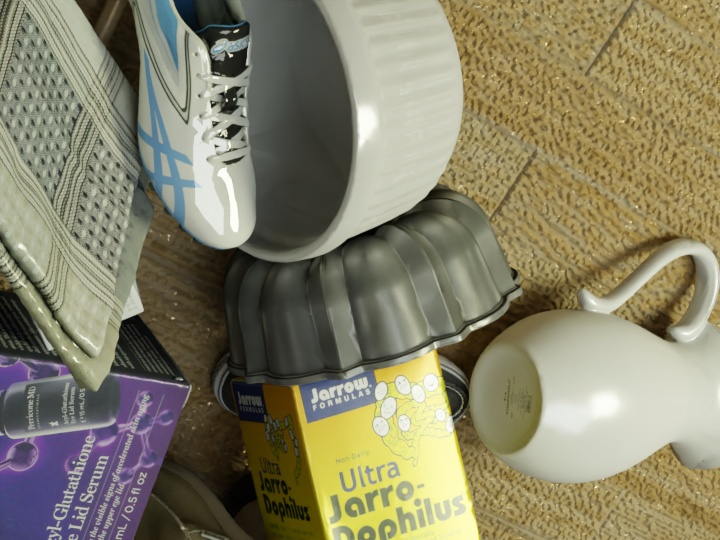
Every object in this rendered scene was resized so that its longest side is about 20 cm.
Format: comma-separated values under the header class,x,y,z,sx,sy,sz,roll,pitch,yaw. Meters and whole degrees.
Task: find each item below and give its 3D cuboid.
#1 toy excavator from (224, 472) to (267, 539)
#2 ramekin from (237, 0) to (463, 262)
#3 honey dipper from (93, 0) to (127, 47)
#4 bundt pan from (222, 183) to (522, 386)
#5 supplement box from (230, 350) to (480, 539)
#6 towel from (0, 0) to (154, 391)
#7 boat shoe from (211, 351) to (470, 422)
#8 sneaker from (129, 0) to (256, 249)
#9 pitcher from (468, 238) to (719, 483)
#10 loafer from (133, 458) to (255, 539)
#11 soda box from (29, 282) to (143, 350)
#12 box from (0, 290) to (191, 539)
class,x,y,z,sx,sy,sz,roll,pitch,yaw
toy excavator,-0.107,0.240,1.847,0.194,0.100,0.200,29,109,-34
ramekin,-0.027,-0.112,1.634,0.105,0.200,0.201,-15,123,-37
honey dipper,-0.156,-0.155,1.638,0.038,0.038,0.201,18,107,-33
bundt pan,0.000,0.000,1.714,0.201,0.202,0.076,-20,106,-17
supplement box,0.003,0.154,1.737,0.108,0.109,0.201,-16,96,-24
towel,-0.170,-0.063,1.522,0.034,0.193,0.200,-10,134,18
boat shoe,-0.003,0.090,1.829,0.199,0.066,0.070,10,110,-31
sneaker,-0.093,-0.109,1.576,0.072,0.072,0.201,-18,104,-38
pitcher,0.178,0.063,1.891,0.199,0.121,0.173,0,95,-38
loafer,-0.113,0.190,1.744,0.067,0.200,0.076,-23,134,-40
soda box,-0.201,-0.055,1.612,0.068,0.064,0.201,-23,121,0
box,-0.232,0.098,1.693,0.199,0.104,0.149,9,111,-31
